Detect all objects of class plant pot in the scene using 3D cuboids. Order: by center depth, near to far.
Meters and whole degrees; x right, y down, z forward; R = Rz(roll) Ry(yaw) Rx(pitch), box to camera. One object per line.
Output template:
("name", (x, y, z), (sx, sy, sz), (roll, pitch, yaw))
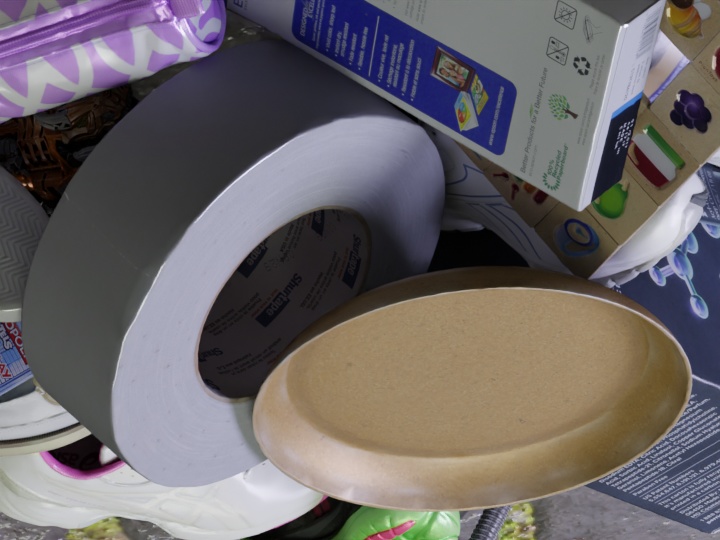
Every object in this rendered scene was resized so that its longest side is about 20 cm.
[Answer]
("plant pot", (0.049, 0.051, 1.313), (0.199, 0.028, 0.200), (-4, 147, -3))

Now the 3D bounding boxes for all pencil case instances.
("pencil case", (-0.157, -0.104, 1.256), (0.199, 0.084, 0.086), (-19, -170, 12))

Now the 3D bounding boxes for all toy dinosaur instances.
("toy dinosaur", (-0.144, -0.042, 1.373), (0.136, 0.102, 0.200), (30, 169, -23))

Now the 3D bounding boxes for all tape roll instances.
("tape roll", (-0.055, -0.002, 1.301), (0.200, 0.066, 0.201), (-35, 147, -27))

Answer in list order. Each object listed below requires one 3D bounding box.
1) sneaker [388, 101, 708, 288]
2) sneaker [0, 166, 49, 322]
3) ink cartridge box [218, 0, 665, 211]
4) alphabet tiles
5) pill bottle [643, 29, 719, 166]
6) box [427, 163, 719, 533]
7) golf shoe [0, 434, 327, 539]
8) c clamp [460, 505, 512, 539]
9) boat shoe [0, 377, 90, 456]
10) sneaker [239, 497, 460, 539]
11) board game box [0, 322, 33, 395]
("sneaker", (0.070, -0.049, 1.327), (0.200, 0.075, 0.087), (15, 154, 42))
("sneaker", (-0.210, -0.012, 1.349), (0.200, 0.074, 0.116), (24, 159, 22))
("ink cartridge box", (0.031, -0.115, 1.226), (0.039, 0.200, 0.100), (-37, 149, -41))
("alphabet tiles", (0.070, -0.110, 1.226), (0.008, 0.200, 0.167), (-35, 171, -41))
("pill bottle", (0.175, -0.100, 1.302), (0.200, 0.112, 0.112), (17, 140, -33))
("box", (0.136, 0.023, 1.447), (0.200, 0.149, 0.107), (22, 137, -37))
("golf shoe", (-0.104, 0.102, 1.580), (0.199, 0.076, 0.092), (-1, 156, -12))
("c clamp", (0.052, 0.161, 1.629), (0.027, 0.200, 0.171), (36, 161, -15))
("boat shoe", (-0.137, 0.039, 1.499), (0.199, 0.075, 0.069), (-16, 132, 11))
("sneaker", (0.001, 0.137, 1.662), (0.077, 0.084, 0.200), (31, 151, -24))
("board game box", (-0.266, 0.075, 1.443), (0.200, 0.062, 0.200), (-29, -177, -37))
